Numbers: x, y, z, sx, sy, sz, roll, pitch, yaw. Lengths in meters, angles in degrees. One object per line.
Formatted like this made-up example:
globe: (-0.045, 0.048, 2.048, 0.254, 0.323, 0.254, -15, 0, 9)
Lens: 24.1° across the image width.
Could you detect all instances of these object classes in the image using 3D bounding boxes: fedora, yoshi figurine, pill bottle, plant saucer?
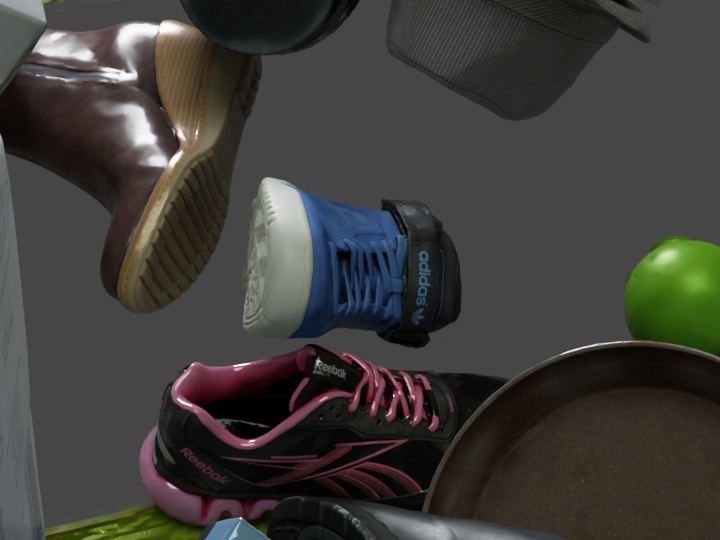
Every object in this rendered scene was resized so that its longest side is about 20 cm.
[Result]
fedora: (0.072, -0.145, 0.965, 0.177, 0.090, 0.200, 29, 14, 10)
yoshi figurine: (0.194, 0.053, 0.794, 0.112, 0.112, 0.200, -34, 59, -22)
pill bottle: (-0.048, -0.185, 0.955, 0.112, 0.112, 0.200, 8, 21, 1)
plant saucer: (0.124, 0.133, 0.759, 0.200, 0.034, 0.200, -3, 79, 18)

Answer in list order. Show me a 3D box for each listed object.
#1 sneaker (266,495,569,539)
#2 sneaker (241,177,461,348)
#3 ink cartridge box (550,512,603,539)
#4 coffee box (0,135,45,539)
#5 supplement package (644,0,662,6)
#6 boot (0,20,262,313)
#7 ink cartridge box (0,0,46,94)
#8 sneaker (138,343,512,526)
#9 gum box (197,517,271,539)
sneaker: (0.041, 0.140, 0.733, 0.200, 0.076, 0.091, 10, 9, 42)
sneaker: (0.000, -0.001, 0.829, 0.111, 0.200, 0.077, 7, 91, -5)
ink cartridge box: (0.156, 0.115, 0.829, 0.099, 0.039, 0.200, 23, 53, 12)
coffee box: (-0.227, 0.075, 0.627, 0.198, 0.200, 0.200, -4, 19, -7)
supplement package: (0.122, -0.252, 1.008, 0.156, 0.200, 0.111, 26, 96, 14)
boot: (-0.156, -0.063, 0.938, 0.166, 0.072, 0.200, 6, 51, 14)
ink cartridge box: (-0.277, -0.171, 0.918, 0.145, 0.145, 0.200, 17, 41, -38)
sneaker: (-0.006, 0.072, 0.812, 0.200, 0.095, 0.079, -4, 50, -11)
gum box: (-0.020, 0.220, 0.631, 0.200, 0.045, 0.170, 40, 67, -11)
